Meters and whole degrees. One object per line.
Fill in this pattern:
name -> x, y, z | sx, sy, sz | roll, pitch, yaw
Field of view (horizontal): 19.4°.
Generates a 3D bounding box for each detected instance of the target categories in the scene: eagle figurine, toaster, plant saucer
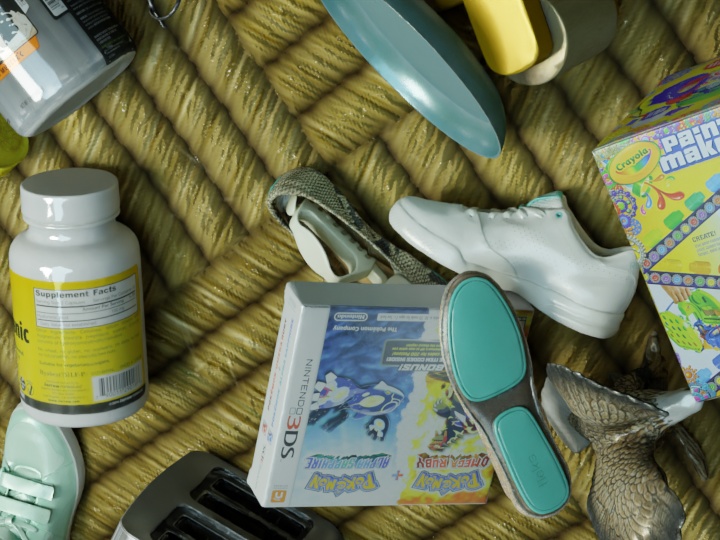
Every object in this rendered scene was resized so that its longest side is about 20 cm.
eagle figurine -> 0.199, 0.121, 1.575 | 0.151, 0.200, 0.151 | 32, 119, 9
toaster -> -0.128, 0.260, 1.779 | 0.199, 0.181, 0.119 | 29, 114, 9
plant saucer -> 0.040, -0.164, 1.564 | 0.027, 0.200, 0.200 | -44, 88, -8

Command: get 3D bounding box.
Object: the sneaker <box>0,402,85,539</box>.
sneaker -> -0.304, 0.221, 1.870 | 0.073, 0.118, 0.201 | 12, 112, 20

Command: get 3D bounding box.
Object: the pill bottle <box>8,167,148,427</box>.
pill bottle -> -0.237, 0.021, 1.773 | 0.111, 0.111, 0.201 | 7, 111, 20

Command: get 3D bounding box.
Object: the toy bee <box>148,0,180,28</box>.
toy bee -> -0.167, -0.263, 1.657 | 0.131, 0.108, 0.201 | -31, 70, 37

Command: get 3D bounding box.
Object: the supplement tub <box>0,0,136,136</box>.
supplement tub -> -0.284, -0.218, 1.697 | 0.122, 0.123, 0.200 | -38, 92, 29

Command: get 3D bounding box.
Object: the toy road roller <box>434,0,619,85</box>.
toy road roller -> 0.085, -0.228, 1.545 | 0.146, 0.123, 0.201 | -18, 98, 40

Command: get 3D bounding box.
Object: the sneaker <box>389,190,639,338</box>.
sneaker -> 0.123, -0.027, 1.636 | 0.199, 0.075, 0.089 | 25, 104, 6

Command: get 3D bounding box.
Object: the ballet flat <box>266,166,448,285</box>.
ballet flat -> 0.000, 0.000, 1.685 | 0.200, 0.075, 0.068 | 43, 122, 3

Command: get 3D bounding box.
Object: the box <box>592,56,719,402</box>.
box -> 0.277, -0.044, 1.482 | 0.122, 0.200, 0.193 | -18, 101, 28

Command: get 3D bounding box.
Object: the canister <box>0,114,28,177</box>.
canister -> -0.401, -0.105, 1.810 | 0.200, 0.087, 0.149 | -31, 95, 30

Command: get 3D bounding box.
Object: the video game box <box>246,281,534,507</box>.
video game box -> 0.023, 0.100, 1.665 | 0.199, 0.047, 0.183 | 1, 119, -21

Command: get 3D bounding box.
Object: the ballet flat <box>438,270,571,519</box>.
ballet flat -> 0.104, 0.096, 1.619 | 0.068, 0.067, 0.201 | -18, 95, -7
